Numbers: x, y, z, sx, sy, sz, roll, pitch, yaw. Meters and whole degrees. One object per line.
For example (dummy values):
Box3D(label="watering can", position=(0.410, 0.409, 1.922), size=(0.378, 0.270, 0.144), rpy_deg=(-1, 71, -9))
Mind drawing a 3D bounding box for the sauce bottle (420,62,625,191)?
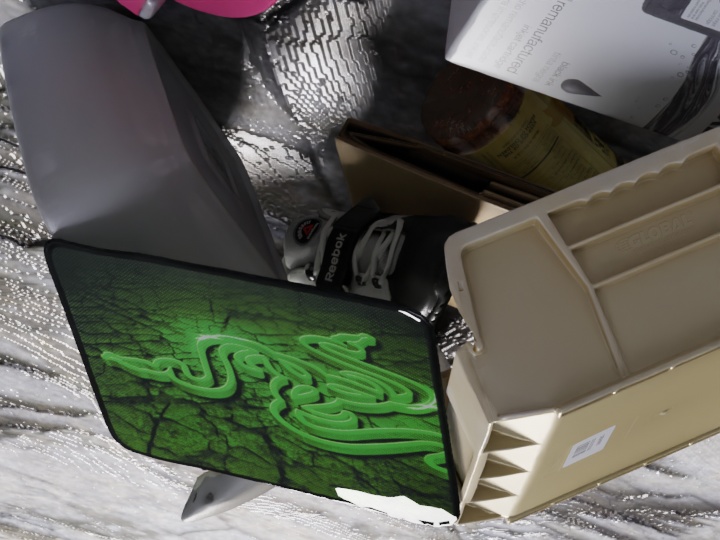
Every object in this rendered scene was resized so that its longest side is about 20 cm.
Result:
Box3D(label="sauce bottle", position=(0.117, -0.047, 0.922), size=(0.066, 0.066, 0.200), rpy_deg=(-19, 138, 36))

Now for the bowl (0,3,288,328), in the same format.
Box3D(label="bowl", position=(-0.109, -0.044, 0.885), size=(0.075, 0.200, 0.200), rpy_deg=(-29, 134, 6))

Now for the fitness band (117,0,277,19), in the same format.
Box3D(label="fitness band", position=(-0.112, -0.191, 0.747), size=(0.200, 0.037, 0.144), rpy_deg=(37, 149, -7))

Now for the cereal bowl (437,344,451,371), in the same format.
Box3D(label="cereal bowl", position=(-0.029, 0.071, 1.114), size=(0.200, 0.083, 0.200), rpy_deg=(6, 147, 4))

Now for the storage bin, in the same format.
Box3D(label="storage bin", position=(0.127, 0.031, 0.791), size=(0.198, 0.094, 0.200), rpy_deg=(-21, 160, -10))

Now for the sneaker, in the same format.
Box3D(label="sneaker", position=(0.000, 0.000, 0.915), size=(0.088, 0.074, 0.200), rpy_deg=(29, 163, -10))

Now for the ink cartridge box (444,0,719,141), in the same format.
Box3D(label="ink cartridge box", position=(0.160, -0.136, 0.758), size=(0.200, 0.083, 0.145), rpy_deg=(17, 147, -12))

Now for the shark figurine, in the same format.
Box3D(label="shark figurine", position=(-0.008, 0.070, 0.871), size=(0.090, 0.128, 0.215), rpy_deg=(46, 140, 9))

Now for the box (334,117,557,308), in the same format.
Box3D(label="box", position=(0.071, -0.013, 0.943), size=(0.163, 0.021, 0.200), rpy_deg=(21, 164, 12))

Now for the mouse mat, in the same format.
Box3D(label="mouse mat", position=(-0.051, 0.056, 0.788), size=(0.200, 0.008, 0.161), rpy_deg=(10, 138, 20))
